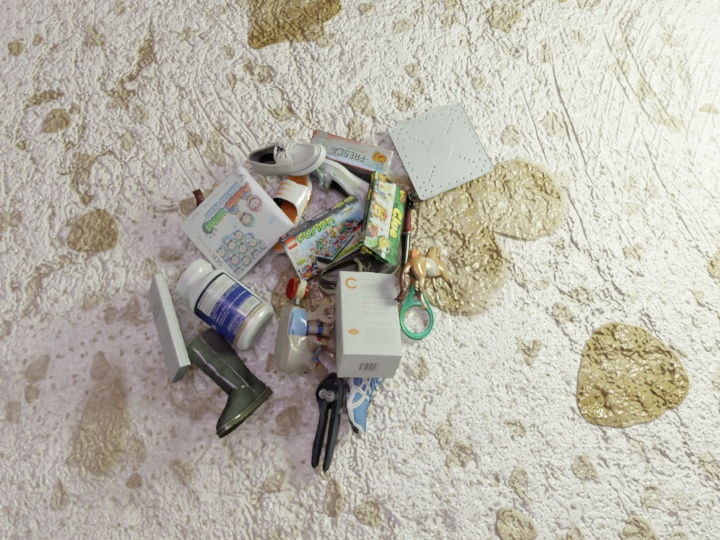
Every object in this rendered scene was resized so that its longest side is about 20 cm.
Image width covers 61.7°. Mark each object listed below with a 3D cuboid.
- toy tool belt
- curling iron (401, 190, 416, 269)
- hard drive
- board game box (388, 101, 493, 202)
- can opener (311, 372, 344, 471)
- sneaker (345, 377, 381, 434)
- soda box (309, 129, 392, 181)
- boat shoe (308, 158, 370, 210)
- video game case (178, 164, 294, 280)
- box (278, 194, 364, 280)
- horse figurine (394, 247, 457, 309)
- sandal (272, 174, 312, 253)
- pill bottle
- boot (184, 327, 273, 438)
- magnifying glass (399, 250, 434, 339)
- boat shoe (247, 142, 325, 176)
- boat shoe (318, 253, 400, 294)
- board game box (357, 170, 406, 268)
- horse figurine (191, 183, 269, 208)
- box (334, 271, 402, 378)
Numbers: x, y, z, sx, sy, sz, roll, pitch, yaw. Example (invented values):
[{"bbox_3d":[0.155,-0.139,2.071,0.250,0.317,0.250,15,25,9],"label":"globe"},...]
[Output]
[{"bbox_3d":[-0.113,0.128,1.305,0.121,0.124,0.205,15,75,-28],"label":"toy tool belt"},{"bbox_3d":[0.107,-0.092,1.392,0.025,0.050,0.205,8,77,1],"label":"curling iron"},{"bbox_3d":[-0.411,0.125,1.284,0.026,0.132,0.203,-12,73,-29],"label":"hard drive"},{"bbox_3d":[0.193,-0.288,1.457,0.197,0.026,0.203,-23,75,-6],"label":"board game box"},{"bbox_3d":[-0.065,0.317,1.259,0.062,0.078,0.205,3,83,28],"label":"can opener"},{"bbox_3d":[0.007,0.243,1.279,0.075,0.076,0.205,0,75,3],"label":"sneaker"},{"bbox_3d":[-0.024,-0.267,1.427,0.196,0.069,0.065,18,75,5],"label":"soda box"},{"bbox_3d":[-0.048,-0.197,1.406,0.200,0.075,0.065,31,73,1],"label":"boat shoe"},{"bbox_3d":[-0.279,-0.100,1.354,0.200,0.024,0.182,-43,92,5],"label":"video game case"},{"bbox_3d":[-0.074,-0.073,1.360,0.198,0.035,0.111,-31,114,-8],"label":"box"},{"bbox_3d":[0.141,0.014,1.298,0.198,0.049,0.135,-8,78,-49],"label":"horse figurine"},{"bbox_3d":[-0.169,-0.145,1.384,0.078,0.059,0.211,4,72,29],"label":"sandal"},{"bbox_3d":[-0.295,0.070,1.306,0.198,0.116,0.116,36,77,10],"label":"pill bottle"},{"bbox_3d":[-0.295,0.226,1.250,0.201,0.182,0.073,48,119,2],"label":"boot"},{"bbox_3d":[0.126,0.054,1.363,0.078,0.022,0.205,0,74,0],"label":"magnifying glass"},{"bbox_3d":[-0.174,-0.263,1.382,0.196,0.065,0.074,3,74,32],"label":"boat shoe"},{"bbox_3d":[0.000,0.000,1.353,0.196,0.065,0.074,-21,73,-7],"label":"boat shoe"},{"bbox_3d":[0.051,-0.117,1.357,0.104,0.023,0.204,32,54,-35],"label":"board game box"},{"bbox_3d":[-0.294,-0.131,1.393,0.195,0.050,0.136,10,83,-4],"label":"horse figurine"},{"bbox_3d":[0.012,0.113,1.264,0.121,0.098,0.203,4,53,-9],"label":"box"}]
